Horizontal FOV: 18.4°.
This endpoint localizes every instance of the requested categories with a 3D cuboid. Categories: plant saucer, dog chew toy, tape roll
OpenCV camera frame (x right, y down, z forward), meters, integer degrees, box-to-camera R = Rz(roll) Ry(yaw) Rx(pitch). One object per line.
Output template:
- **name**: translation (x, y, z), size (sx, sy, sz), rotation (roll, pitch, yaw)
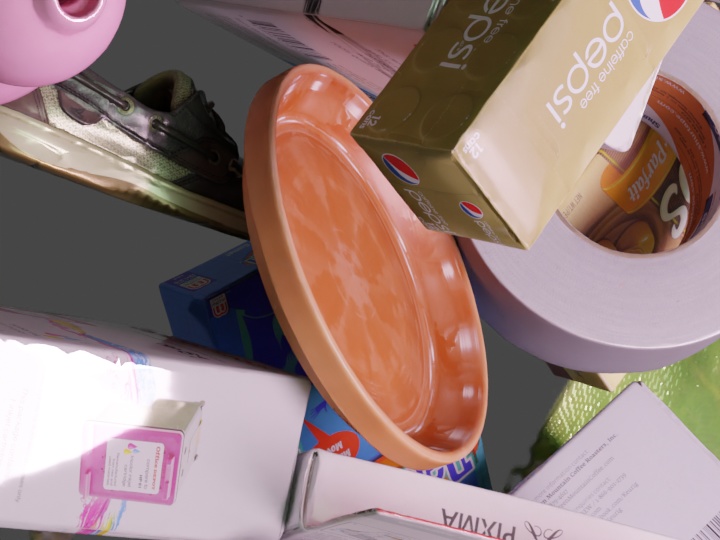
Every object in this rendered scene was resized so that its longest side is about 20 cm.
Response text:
- **plant saucer**: translation (0.000, 0.000, 1.059), size (0.200, 0.032, 0.201), rotation (48, 29, -37)
- **dog chew toy**: translation (-0.166, -0.121, 0.903), size (0.124, 0.199, 0.126), rotation (-9, 106, -36)
- **tape roll**: translation (0.136, -0.049, 1.181), size (0.198, 0.066, 0.202), rotation (3, 75, -10)

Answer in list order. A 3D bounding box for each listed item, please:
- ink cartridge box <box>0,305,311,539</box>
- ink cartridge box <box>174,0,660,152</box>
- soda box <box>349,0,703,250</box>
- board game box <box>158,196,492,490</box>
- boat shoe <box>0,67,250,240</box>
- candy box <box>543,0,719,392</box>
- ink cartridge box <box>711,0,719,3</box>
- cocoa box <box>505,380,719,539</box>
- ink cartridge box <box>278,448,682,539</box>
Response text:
- **ink cartridge box**: translation (-0.143, 0.064, 0.998), size (0.199, 0.144, 0.085), rotation (12, 91, -40)
- **ink cartridge box**: translation (0.030, -0.130, 1.060), size (0.144, 0.199, 0.085), rotation (25, 84, -40)
- **soda box**: translation (0.086, -0.107, 0.937), size (0.201, 0.068, 0.064), rotation (-54, 127, -18)
- **board game box**: translation (-0.012, 0.071, 1.171), size (0.152, 0.045, 0.201), rotation (-28, 117, -32)
- **boat shoe**: translation (-0.095, -0.063, 1.057), size (0.200, 0.072, 0.066), rotation (17, 94, -36)
- **candy box**: translation (0.156, -0.045, 1.275), size (0.200, 0.055, 0.116), rotation (-52, 126, -19)
- **ink cartridge box**: translation (0.225, -0.169, 1.209), size (0.160, 0.199, 0.051), rotation (9, 94, -40)
- **cocoa box**: translation (0.114, 0.186, 1.208), size (0.200, 0.133, 0.131), rotation (-40, 166, -22)
- **ink cartridge box**: translation (0.063, 0.123, 1.033), size (0.199, 0.173, 0.044), rotation (16, 72, -19)
